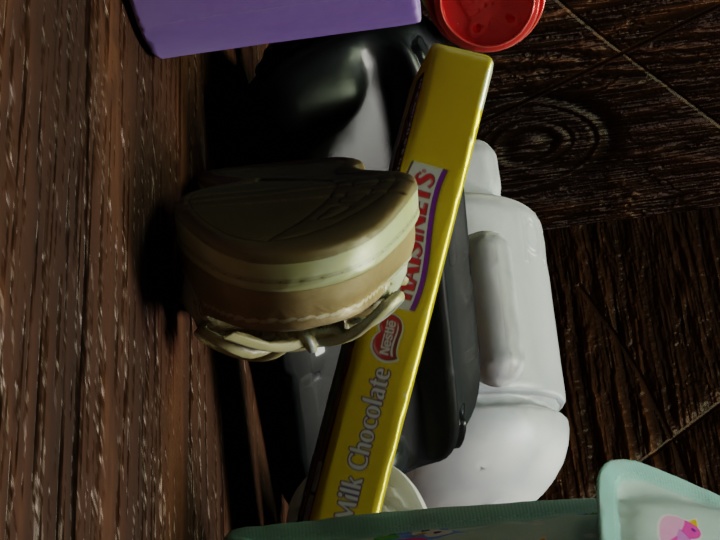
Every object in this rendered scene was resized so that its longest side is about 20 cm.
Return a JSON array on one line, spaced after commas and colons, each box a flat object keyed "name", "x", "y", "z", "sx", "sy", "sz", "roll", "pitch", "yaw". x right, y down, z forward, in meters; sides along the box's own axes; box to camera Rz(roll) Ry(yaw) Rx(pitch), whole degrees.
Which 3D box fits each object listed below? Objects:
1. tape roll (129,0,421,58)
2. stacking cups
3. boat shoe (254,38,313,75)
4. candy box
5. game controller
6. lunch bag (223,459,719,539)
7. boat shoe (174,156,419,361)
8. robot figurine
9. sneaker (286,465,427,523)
[{"name": "tape roll", "x": -0.035, "y": -0.169, "z": 0.780, "sx": 0.200, "sy": 0.085, "sz": 0.201, "roll": -7, "pitch": 90, "yaw": -88}, {"name": "stacking cups", "x": 0.048, "y": -0.123, "z": 1.049, "sx": 0.200, "sy": 0.060, "sz": 0.061, "roll": -70, "pitch": 153, "yaw": -82}, {"name": "boat shoe", "x": -0.006, "y": -0.072, "z": 1.072, "sx": 0.200, "sy": 0.084, "sz": 0.069, "roll": -91, "pitch": -173, "yaw": -83}, {"name": "candy box", "x": 0.007, "y": 0.027, "z": 0.887, "sx": 0.102, "sy": 0.026, "sz": 0.201, "roll": 106, "pitch": -1, "yaw": -85}, {"name": "game controller", "x": 0.000, "y": 0.000, "z": 0.988, "sx": 0.042, "sy": 0.104, "sz": 0.200, "roll": 29, "pitch": -44, "yaw": 46}, {"name": "lunch bag", "x": 0.059, "y": 0.138, "z": 0.708, "sx": 0.170, "sy": 0.199, "sz": 0.122, "roll": -88, "pitch": 170, "yaw": -68}, {"name": "boat shoe", "x": -0.021, "y": 0.003, "z": 0.787, "sx": 0.201, "sy": 0.073, "sz": 0.063, "roll": -141, "pitch": -135, "yaw": -81}, {"name": "robot figurine", "x": 0.038, "y": 0.039, "z": 1.233, "sx": 0.170, "sy": 0.113, "sz": 0.201, "roll": 130, "pitch": -44, "yaw": -69}, {"name": "sneaker", "x": 0.016, "y": 0.174, "z": 0.953, "sx": 0.079, "sy": 0.078, "sz": 0.201, "roll": 71, "pitch": 13, "yaw": -72}]
